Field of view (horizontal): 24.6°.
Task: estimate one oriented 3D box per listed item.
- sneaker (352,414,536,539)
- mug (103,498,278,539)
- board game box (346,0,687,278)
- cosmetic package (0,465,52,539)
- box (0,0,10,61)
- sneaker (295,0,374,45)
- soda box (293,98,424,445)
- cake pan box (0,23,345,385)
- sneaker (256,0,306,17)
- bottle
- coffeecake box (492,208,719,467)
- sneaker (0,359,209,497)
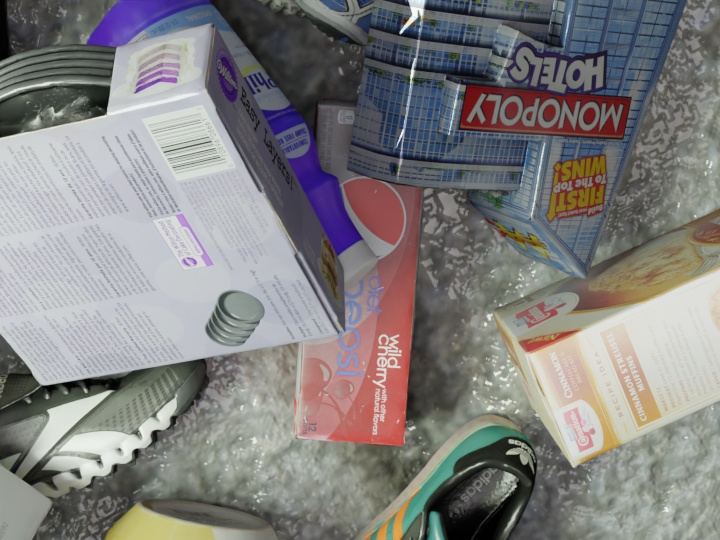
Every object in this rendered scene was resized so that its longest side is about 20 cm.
[{"bbox_3d":[0.037,0.179,1.014,0.071,0.080,0.201,35,95,-7],"label":"sneaker"},{"bbox_3d":[-0.112,0.220,0.973,0.148,0.186,0.155,10,89,18],"label":"mug"},{"bbox_3d":[0.093,-0.098,0.947,0.198,0.061,0.202,-2,106,-39],"label":"board game box"},{"bbox_3d":[-0.271,0.198,0.951,0.084,0.108,0.200,34,125,-8],"label":"cosmetic package"},{"bbox_3d":[-0.278,-0.156,0.891,0.147,0.200,0.126,-3,98,-3],"label":"box"},{"bbox_3d":[-0.006,-0.178,0.923,0.199,0.077,0.077,10,75,-44],"label":"sneaker"},{"bbox_3d":[0.000,0.000,0.997,0.069,0.063,0.203,4,98,-3],"label":"soda box"},{"bbox_3d":[-0.123,-0.026,0.833,0.182,0.053,0.201,-13,139,16],"label":"cake pan box"},{"bbox_3d":[-0.079,-0.240,0.956,0.200,0.070,0.100,44,88,-10],"label":"sneaker"},{"bbox_3d":[-0.069,-0.069,0.930,0.201,0.083,0.065,52,128,6],"label":"bottle"},{"bbox_3d":[0.188,0.026,0.964,0.198,0.154,0.074,-24,98,1],"label":"coffeecake box"},{"bbox_3d":[-0.188,0.092,0.999,0.199,0.067,0.091,-32,101,4],"label":"sneaker"}]
